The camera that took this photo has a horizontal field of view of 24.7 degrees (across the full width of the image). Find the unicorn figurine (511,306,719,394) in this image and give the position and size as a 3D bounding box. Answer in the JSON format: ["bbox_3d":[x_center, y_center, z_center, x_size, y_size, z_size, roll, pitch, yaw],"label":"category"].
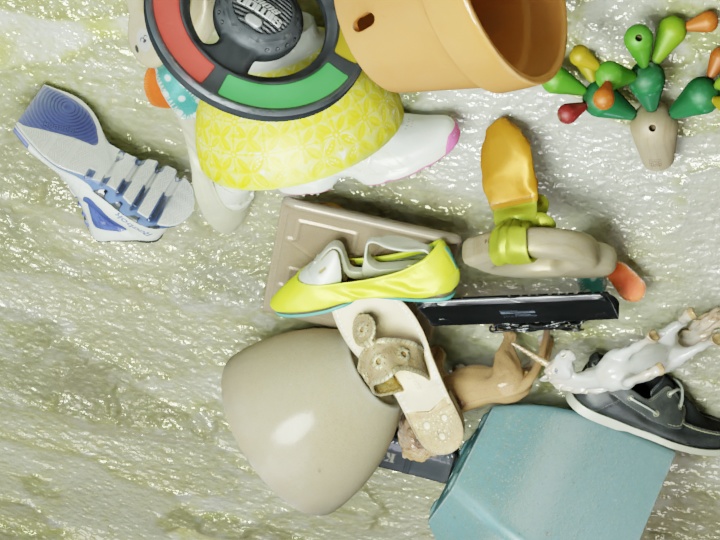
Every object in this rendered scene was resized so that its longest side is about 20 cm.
[{"bbox_3d":[0.277,0.088,1.665,0.198,0.075,0.137,0,162,-27],"label":"unicorn figurine"}]

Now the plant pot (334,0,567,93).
[{"bbox_3d":[0.070,-0.236,1.398,0.139,0.201,0.201,-16,125,32],"label":"plant pot"}]

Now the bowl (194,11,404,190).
[{"bbox_3d":[-0.067,-0.169,1.486,0.198,0.201,0.109,-6,122,17],"label":"bowl"}]

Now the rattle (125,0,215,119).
[{"bbox_3d":[-0.204,-0.220,1.480,0.129,0.143,0.201,30,122,15],"label":"rattle"}]

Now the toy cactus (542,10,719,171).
[{"bbox_3d":[0.269,-0.153,1.500,0.198,0.103,0.166,-10,138,9],"label":"toy cactus"}]

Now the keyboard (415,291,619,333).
[{"bbox_3d":[0.164,0.041,1.667,0.198,0.021,0.127,-2,162,16],"label":"keyboard"}]

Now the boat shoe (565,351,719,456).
[{"bbox_3d":[0.321,0.145,1.753,0.198,0.072,0.068,20,107,-12],"label":"boat shoe"}]

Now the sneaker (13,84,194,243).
[{"bbox_3d":[-0.271,-0.086,1.668,0.199,0.081,0.115,36,145,-3],"label":"sneaker"}]

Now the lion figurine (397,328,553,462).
[{"bbox_3d":[0.123,0.123,1.740,0.199,0.123,0.072,-31,118,32],"label":"lion figurine"}]

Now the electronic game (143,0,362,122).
[{"bbox_3d":[-0.087,-0.216,1.401,0.198,0.202,0.042,23,150,-8],"label":"electronic game"}]

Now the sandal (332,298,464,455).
[{"bbox_3d":[0.040,0.104,1.666,0.077,0.070,0.213,-30,101,15],"label":"sandal"}]

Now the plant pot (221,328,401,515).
[{"bbox_3d":[-0.033,0.140,1.751,0.134,0.201,0.200,-35,116,24],"label":"plant pot"}]

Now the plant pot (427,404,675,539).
[{"bbox_3d":[0.191,0.257,1.779,0.199,0.197,0.197,30,150,3],"label":"plant pot"}]

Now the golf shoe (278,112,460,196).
[{"bbox_3d":[-0.004,-0.130,1.585,0.198,0.076,0.092,-10,124,19],"label":"golf shoe"}]

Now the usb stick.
[{"bbox_3d":[0.016,0.202,1.891,0.198,0.033,0.056,14,133,1],"label":"usb stick"}]

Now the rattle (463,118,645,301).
[{"bbox_3d":[0.198,-0.051,1.629,0.198,0.144,0.130,6,152,-30],"label":"rattle"}]

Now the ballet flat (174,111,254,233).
[{"bbox_3d":[-0.137,-0.112,1.625,0.069,0.070,0.201,-4,130,16],"label":"ballet flat"}]

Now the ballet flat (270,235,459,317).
[{"bbox_3d":[0.000,0.000,1.628,0.198,0.067,0.068,-5,119,16],"label":"ballet flat"}]

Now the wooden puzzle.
[{"bbox_3d":[0.000,-0.005,1.701,0.183,0.047,0.201,13,143,-1],"label":"wooden puzzle"}]
